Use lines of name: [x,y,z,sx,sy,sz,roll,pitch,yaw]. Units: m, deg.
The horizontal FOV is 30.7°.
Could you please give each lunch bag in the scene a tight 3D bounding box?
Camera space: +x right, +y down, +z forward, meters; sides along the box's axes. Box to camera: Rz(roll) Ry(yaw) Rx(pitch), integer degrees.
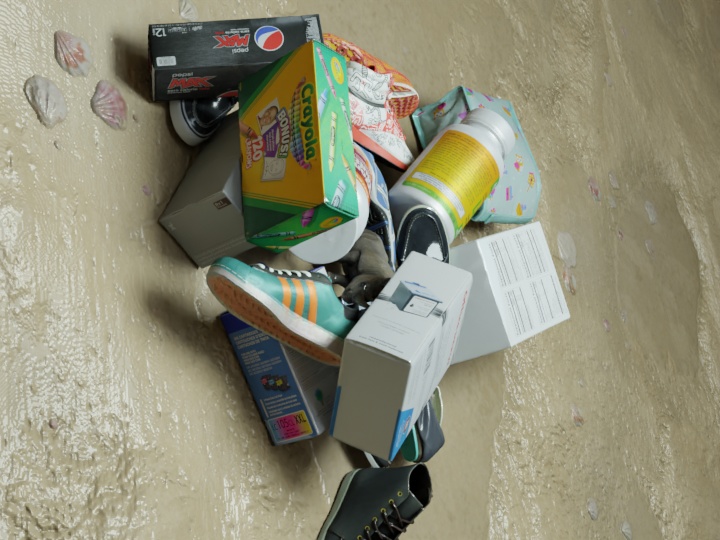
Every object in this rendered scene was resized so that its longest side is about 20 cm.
lunch bag: [0.183,-0.160,1.988,0.170,0.121,0.201,2,66,-55]

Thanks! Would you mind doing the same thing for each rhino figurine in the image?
rhino figurine: [0.000,0.000,1.612,0.087,0.060,0.200,8,23,-12]

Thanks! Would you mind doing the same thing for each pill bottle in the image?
pill bottle: [0.130,-0.132,1.819,0.200,0.111,0.111,-50,117,-28]
pill bottle: [-0.042,-0.085,1.579,0.110,0.109,0.200,59,13,-17]

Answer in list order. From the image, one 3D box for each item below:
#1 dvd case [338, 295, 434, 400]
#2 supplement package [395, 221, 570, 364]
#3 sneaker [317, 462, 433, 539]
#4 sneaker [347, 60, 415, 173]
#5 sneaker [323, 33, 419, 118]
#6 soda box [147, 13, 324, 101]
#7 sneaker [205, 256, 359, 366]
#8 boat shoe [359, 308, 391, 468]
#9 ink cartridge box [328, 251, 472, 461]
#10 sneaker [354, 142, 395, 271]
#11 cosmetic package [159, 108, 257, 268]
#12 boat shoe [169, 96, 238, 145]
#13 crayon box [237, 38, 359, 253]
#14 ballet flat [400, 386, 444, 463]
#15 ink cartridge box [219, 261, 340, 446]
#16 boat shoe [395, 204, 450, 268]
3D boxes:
dvd case: [0.039,0.117,1.730,0.142,0.017,0.201,-17,88,-56]
supplement package: [0.170,0.034,1.839,0.200,0.151,0.152,-17,88,-56]
sneaker: [0.016,0.305,1.522,0.075,0.106,0.201,47,40,-31]
sneaker: [0.031,-0.211,1.801,0.201,0.067,0.109,27,87,-45]
sneaker: [-0.003,-0.276,1.842,0.199,0.073,0.077,29,21,-42]
soda box: [-0.142,-0.243,1.502,0.198,0.071,0.064,-5,65,-11]
sneaker: [-0.081,0.027,1.430,0.200,0.071,0.080,35,62,-33]
boat shoe: [0.015,0.146,1.630,0.074,0.060,0.202,31,43,-77]
ink cartridge box: [0.048,0.094,1.499,0.200,0.085,0.147,-53,158,-52]
sneaker: [0.015,-0.077,1.741,0.077,0.075,0.202,2,74,-60]
cosmetic package: [-0.139,-0.107,1.511,0.090,0.106,0.201,49,41,-28]
boat shoe: [-0.165,-0.228,1.568,0.072,0.067,0.201,52,38,-25]
crayon box: [-0.070,-0.134,1.424,0.058,0.118,0.202,22,55,-46]
ballet flat: [0.067,0.144,1.674,0.073,0.073,0.202,-15,92,-56]
ink cartridge box: [-0.077,0.083,1.529,0.136,0.076,0.201,-29,100,-55]
boat shoe: [0.082,0.015,1.714,0.062,0.074,0.202,-149,-118,-82]
